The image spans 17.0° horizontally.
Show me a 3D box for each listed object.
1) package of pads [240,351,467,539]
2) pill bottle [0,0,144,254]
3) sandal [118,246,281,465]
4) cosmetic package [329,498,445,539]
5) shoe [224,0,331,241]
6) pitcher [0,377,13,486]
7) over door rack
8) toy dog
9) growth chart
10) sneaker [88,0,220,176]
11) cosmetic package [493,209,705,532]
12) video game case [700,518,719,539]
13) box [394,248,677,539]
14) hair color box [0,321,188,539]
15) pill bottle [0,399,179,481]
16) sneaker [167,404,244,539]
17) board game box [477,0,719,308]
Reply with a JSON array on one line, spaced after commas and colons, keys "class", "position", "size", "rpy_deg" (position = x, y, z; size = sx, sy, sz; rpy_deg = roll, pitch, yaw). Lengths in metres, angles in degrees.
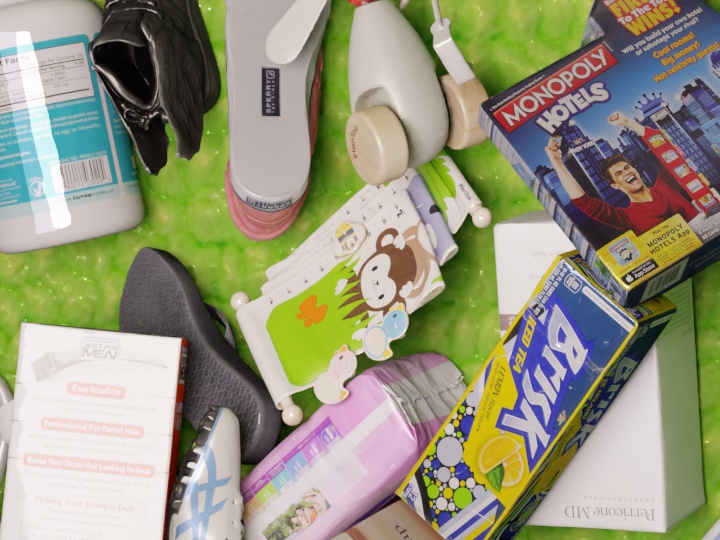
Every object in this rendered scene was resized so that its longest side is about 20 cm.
[{"class": "package of pads", "position": [-0.017, 0.141, 1.619], "size": [0.200, 0.120, 0.076], "rpy_deg": [-44, 73, 23]}, {"class": "pill bottle", "position": [-0.221, -0.118, 1.682], "size": [0.110, 0.111, 0.201], "rpy_deg": [-9, 93, 26]}, {"class": "sandal", "position": [-0.111, 0.063, 1.670], "size": [0.076, 0.043, 0.200], "rpy_deg": [-57, 49, 24]}, {"class": "cosmetic package", "position": [0.023, 0.214, 1.568], "size": [0.087, 0.200, 0.103], "rpy_deg": [-45, 80, 24]}, {"class": "shoe", "position": [-0.061, -0.123, 1.629], "size": [0.071, 0.091, 0.201], "rpy_deg": [4, 70, -6]}, {"class": "pitcher", "position": [-0.312, 0.185, 1.777], "size": [0.171, 0.121, 0.201], "rpy_deg": [-25, 76, 11]}, {"class": "over door rack", "position": [0.090, -0.235, 1.487], "size": [0.147, 0.067, 0.201], "rpy_deg": [-27, 52, 17]}, {"class": "toy dog", "position": [0.007, -0.139, 1.569], "size": [0.096, 0.131, 0.201], "rpy_deg": [135, 134, -58]}, {"class": "growth chart", "position": [0.000, 0.000, 1.579], "size": [0.200, 0.018, 0.145], "rpy_deg": [-45, 43, 4]}, {"class": "sneaker", "position": [-0.149, -0.166, 1.644], "size": [0.060, 0.104, 0.201], "rpy_deg": [-22, 89, 24]}, {"class": "cosmetic package", "position": [0.154, 0.062, 1.550], "size": [0.112, 0.081, 0.202], "rpy_deg": [-2, 96, 27]}, {"class": "video game case", "position": [0.251, 0.282, 1.571], "size": [0.182, 0.022, 0.200], "rpy_deg": [43, 112, 13]}, {"class": "box", "position": [0.109, 0.082, 1.494], "size": [0.070, 0.064, 0.201], "rpy_deg": [41, 117, 18]}, {"class": "hair color box", "position": [-0.179, 0.140, 1.614], "size": [0.110, 0.064, 0.202], "rpy_deg": [6, 88, 2]}, {"class": "pill bottle", "position": [-0.177, 0.172, 1.701], "size": [0.116, 0.116, 0.201], "rpy_deg": [-26, 87, 26]}, {"class": "sneaker", "position": [-0.093, 0.189, 1.565], "size": [0.072, 0.072, 0.202], "rpy_deg": [6, 90, -5]}, {"class": "board game box", "position": [0.176, -0.095, 1.480], "size": [0.200, 0.199, 0.062], "rpy_deg": [53, 159, 21]}]
